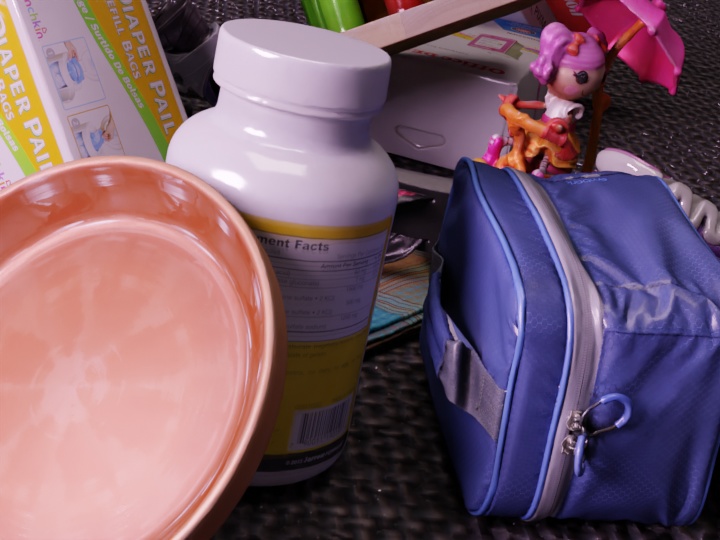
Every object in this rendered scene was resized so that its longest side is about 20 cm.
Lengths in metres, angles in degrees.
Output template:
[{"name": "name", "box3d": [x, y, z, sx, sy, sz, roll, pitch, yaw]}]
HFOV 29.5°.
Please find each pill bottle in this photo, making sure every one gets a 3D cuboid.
[{"name": "pill bottle", "box3d": [-0.043, -0.010, 0.648, 0.110, 0.203, 0.112, 10, 19, -4]}]

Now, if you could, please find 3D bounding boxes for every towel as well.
[{"name": "towel", "box3d": [0.000, 0.000, 0.870, 0.198, 0.022, 0.146, -16, 35, -43]}]

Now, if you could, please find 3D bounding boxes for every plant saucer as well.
[{"name": "plant saucer", "box3d": [-0.121, 0.047, 0.570, 0.199, 0.202, 0.032, 23, -16, 30]}]

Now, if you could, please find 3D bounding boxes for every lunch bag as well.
[{"name": "lunch bag", "box3d": [0.095, 0.036, 0.679, 0.130, 0.138, 0.201, 4, 26, -8]}]

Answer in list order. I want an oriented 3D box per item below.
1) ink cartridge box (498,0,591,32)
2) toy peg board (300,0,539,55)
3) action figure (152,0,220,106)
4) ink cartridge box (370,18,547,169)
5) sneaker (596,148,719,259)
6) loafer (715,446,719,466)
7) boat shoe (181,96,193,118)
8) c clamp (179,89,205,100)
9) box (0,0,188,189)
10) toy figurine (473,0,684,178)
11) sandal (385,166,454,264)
[{"name": "ink cartridge box", "box3d": [0.160, -0.239, 1.253, 0.174, 0.045, 0.200, 10, -16, 30]}, {"name": "toy peg board", "box3d": [0.036, -0.213, 0.976, 0.197, 0.099, 0.200, -20, 7, -4]}, {"name": "action figure", "box3d": [-0.061, -0.101, 0.916, 0.199, 0.070, 0.130, 37, 12, -17]}, {"name": "ink cartridge box", "box3d": [0.083, -0.160, 1.170, 0.143, 0.086, 0.200, 15, 26, 13]}, {"name": "sneaker", "box3d": [0.213, 0.010, 0.840, 0.199, 0.089, 0.080, 32, 7, 1]}, {"name": "loafer", "box3d": [0.199, 0.083, 0.704, 0.072, 0.072, 0.200, -15, 12, -4]}, {"name": "boat shoe", "box3d": [-0.194, -0.136, 1.047, 0.073, 0.069, 0.199, -10, 30, -36]}, {"name": "c clamp", "box3d": [-0.110, -0.108, 0.966, 0.198, 0.027, 0.173, -3, 61, -46]}, {"name": "box", "box3d": [-0.179, -0.101, 0.781, 0.111, 0.203, 0.101, -15, 8, 36]}, {"name": "toy figurine", "box3d": [0.140, -0.101, 0.910, 0.198, 0.187, 0.150, -4, 25, -40]}, {"name": "sandal", "box3d": [0.007, -0.031, 0.833, 0.197, 0.076, 0.046, 8, 54, 9]}]
